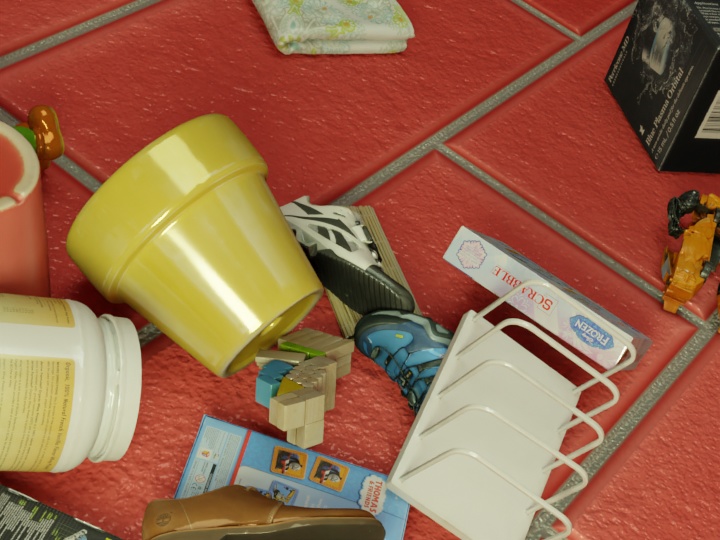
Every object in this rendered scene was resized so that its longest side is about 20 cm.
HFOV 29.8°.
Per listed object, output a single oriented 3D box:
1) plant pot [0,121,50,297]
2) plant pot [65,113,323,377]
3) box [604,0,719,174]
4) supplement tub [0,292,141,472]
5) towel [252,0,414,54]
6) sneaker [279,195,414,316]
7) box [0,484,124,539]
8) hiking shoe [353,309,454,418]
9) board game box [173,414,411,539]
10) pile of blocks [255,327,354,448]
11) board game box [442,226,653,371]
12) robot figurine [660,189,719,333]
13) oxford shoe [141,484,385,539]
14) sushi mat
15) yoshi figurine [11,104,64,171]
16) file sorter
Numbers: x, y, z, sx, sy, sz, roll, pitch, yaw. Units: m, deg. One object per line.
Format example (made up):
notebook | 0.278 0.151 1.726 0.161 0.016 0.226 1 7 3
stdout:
plant pot | -0.363 -0.030 1.200 0.199 0.178 0.201 12 41 -10
plant pot | -0.141 -0.011 1.272 0.189 0.201 0.200 49 46 8
box | 0.432 -0.263 1.759 0.116 0.198 0.201 1 44 -20
supplement tub | -0.292 0.092 1.111 0.198 0.145 0.145 7 41 -26
towel | -0.044 -0.351 1.779 0.198 0.048 0.172 -5 46 -26
sneaker | -0.011 -0.022 1.384 0.199 0.074 0.088 33 57 26
box | -0.276 0.262 1.016 0.159 0.044 0.201 23 41 3
hiking shoe | 0.071 0.109 1.298 0.199 0.075 0.087 32 41 14
board game box | -0.062 0.217 1.157 0.198 0.037 0.152 18 41 -1
pile of blocks | -0.060 0.114 1.238 0.081 0.063 0.200 6 17 8
board game box | 0.196 0.032 1.379 0.199 0.041 0.200 35 7 17
robot figurine | 0.416 -0.016 1.588 0.144 0.058 0.200 24 41 5
oxford shoe | -0.077 0.202 1.089 0.198 0.072 0.072 2 43 -16
sushi mat | 0.000 0.000 1.438 0.095 0.012 0.201 -1 45 -24
yoshi figurine | -0.407 -0.124 1.349 0.199 0.113 0.112 -22 39 -35
file sorter | 0.140 0.132 1.200 0.138 0.124 0.201 35 56 -10
